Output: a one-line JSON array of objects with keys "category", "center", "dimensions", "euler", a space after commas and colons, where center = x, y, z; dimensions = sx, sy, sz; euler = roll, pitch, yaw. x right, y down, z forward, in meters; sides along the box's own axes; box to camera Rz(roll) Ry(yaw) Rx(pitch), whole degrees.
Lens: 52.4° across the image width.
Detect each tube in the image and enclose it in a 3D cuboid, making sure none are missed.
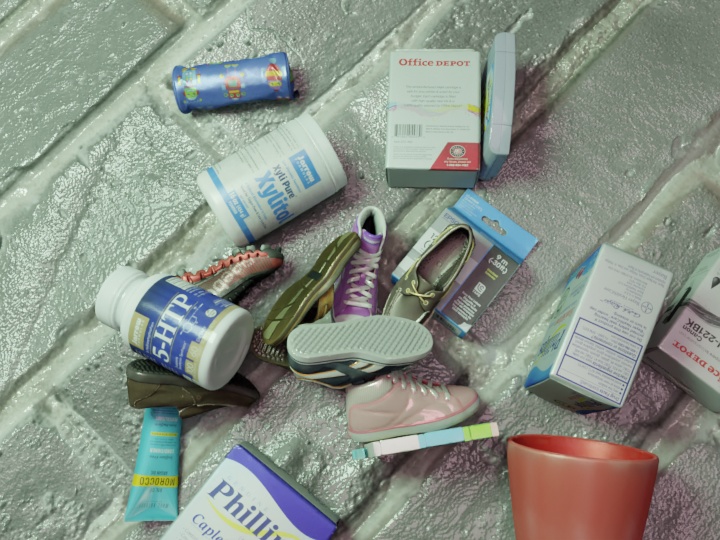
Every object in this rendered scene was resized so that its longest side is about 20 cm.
[{"category": "tube", "center": [-0.295, 0.262, 1.072], "dimensions": [0.077, 0.050, 0.201], "euler": [9, 77, -24]}]

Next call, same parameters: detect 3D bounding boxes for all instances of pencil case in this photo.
[{"category": "pencil case", "center": [-0.203, -0.305, 1.189], "dimensions": [0.199, 0.087, 0.079], "euler": [-7, 113, 1]}]

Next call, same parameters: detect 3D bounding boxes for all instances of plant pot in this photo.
[{"category": "plant pot", "center": [0.291, 0.324, 0.978], "dimensions": [0.199, 0.200, 0.179], "euler": [4, 85, 3]}]

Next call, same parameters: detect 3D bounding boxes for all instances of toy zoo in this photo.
[{"category": "toy zoo", "center": [0.086, 0.239, 1.025], "dimensions": [0.199, 0.131, 0.021], "euler": [-9, 76, 0]}]

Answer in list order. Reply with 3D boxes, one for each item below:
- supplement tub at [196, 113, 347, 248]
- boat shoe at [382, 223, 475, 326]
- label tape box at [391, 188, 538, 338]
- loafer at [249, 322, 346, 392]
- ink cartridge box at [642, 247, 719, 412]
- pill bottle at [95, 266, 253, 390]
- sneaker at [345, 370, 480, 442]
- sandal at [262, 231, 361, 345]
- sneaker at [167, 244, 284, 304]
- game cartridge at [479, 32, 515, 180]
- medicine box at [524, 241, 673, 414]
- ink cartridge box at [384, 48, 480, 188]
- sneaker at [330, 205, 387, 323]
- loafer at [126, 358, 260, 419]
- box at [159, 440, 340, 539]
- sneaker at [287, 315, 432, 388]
[{"category": "supplement tub", "center": [-0.135, -0.137, 1.120], "dimensions": [0.199, 0.132, 0.132], "euler": [-32, 78, -5]}, {"category": "boat shoe", "center": [0.095, 0.017, 1.047], "dimensions": [0.072, 0.060, 0.200], "euler": [38, 88, 8]}, {"category": "label tape box", "center": [0.162, -0.020, 1.118], "dimensions": [0.143, 0.066, 0.200], "euler": [38, 82, 10]}, {"category": "loafer", "center": [-0.069, 0.127, 1.092], "dimensions": [0.199, 0.067, 0.076], "euler": [23, 81, -9]}, {"category": "ink cartridge box", "center": [0.531, 0.085, 1.073], "dimensions": [0.144, 0.084, 0.200], "euler": [37, 81, 9]}, {"category": "pill bottle", "center": [-0.261, 0.073, 1.020], "dimensions": [0.199, 0.120, 0.120], "euler": [23, 78, 16]}, {"category": "sneaker", "center": [0.072, 0.174, 1.049], "dimensions": [0.199, 0.075, 0.105], "euler": [-11, 103, -4]}, {"category": "sandal", "center": [-0.060, 0.033, 1.028], "dimensions": [0.054, 0.080, 0.200], "euler": [43, 84, -25]}, {"category": "sneaker", "center": [-0.203, 0.028, 1.114], "dimensions": [0.199, 0.071, 0.098], "euler": [-21, 77, -1]}, {"category": "game cartridge", "center": [0.210, -0.256, 1.138], "dimensions": [0.040, 0.133, 0.201], "euler": [6, 76, -3]}, {"category": "medicine box", "center": [0.328, 0.089, 1.027], "dimensions": [0.102, 0.182, 0.201], "euler": [25, 78, 8]}, {"category": "ink cartridge box", "center": [0.116, -0.239, 1.160], "dimensions": [0.145, 0.083, 0.201], "euler": [2, 76, 5]}, {"category": "sneaker", "center": [-0.001, 0.000, 1.071], "dimensions": [0.072, 0.114, 0.202], "euler": [8, 65, -7]}, {"category": "loafer", "center": [-0.244, 0.176, 1.059], "dimensions": [0.199, 0.073, 0.071], "euler": [14, 100, -26]}, {"category": "box", "center": [-0.158, 0.372, 1.014], "dimensions": [0.184, 0.105, 0.200], "euler": [37, 80, 9]}, {"category": "sneaker", "center": [-0.002, 0.114, 1.014], "dimensions": [0.199, 0.080, 0.079], "euler": [-1, 47, -6]}]
